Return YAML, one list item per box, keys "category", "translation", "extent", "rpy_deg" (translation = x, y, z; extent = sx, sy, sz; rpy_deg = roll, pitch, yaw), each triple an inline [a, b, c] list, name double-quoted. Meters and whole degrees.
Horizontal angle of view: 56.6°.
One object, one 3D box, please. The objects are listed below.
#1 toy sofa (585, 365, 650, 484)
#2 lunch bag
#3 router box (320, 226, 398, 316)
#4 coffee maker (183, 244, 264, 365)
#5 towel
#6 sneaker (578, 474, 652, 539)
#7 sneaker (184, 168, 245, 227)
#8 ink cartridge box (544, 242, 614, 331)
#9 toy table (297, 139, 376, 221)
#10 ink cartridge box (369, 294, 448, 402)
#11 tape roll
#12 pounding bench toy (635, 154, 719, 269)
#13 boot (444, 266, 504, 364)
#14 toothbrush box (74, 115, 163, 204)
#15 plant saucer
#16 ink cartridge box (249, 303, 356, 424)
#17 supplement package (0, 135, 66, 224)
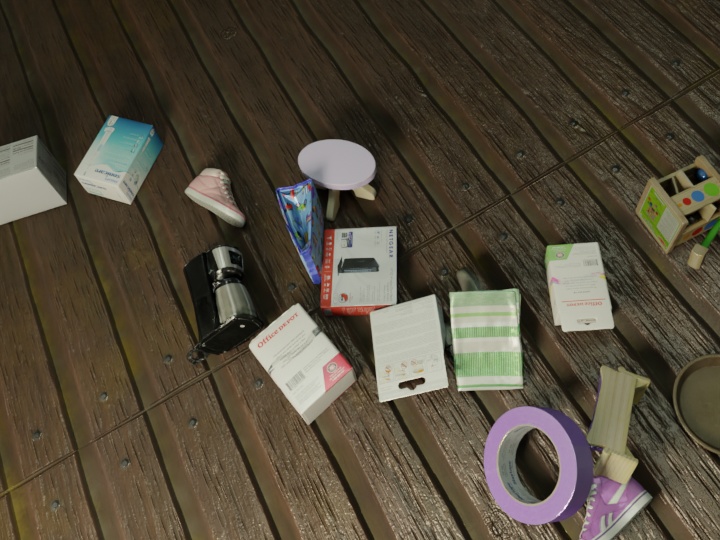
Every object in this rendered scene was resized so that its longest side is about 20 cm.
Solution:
- category: "toy sofa"
  translation: [0.480, 0.287, 1.269]
  extent: [0.095, 0.084, 0.202]
  rpy_deg: [17, 49, 15]
- category: "lunch bag"
  translation: [-0.121, -0.076, 1.542]
  extent: [0.091, 0.152, 0.205]
  rpy_deg: [-15, 60, 0]
- category: "router box"
  translation: [0.000, 0.000, 1.541]
  extent: [0.173, 0.049, 0.206]
  rpy_deg: [-3, 62, 7]
- category: "coffee maker"
  translation: [-0.332, 0.070, 1.507]
  extent: [0.187, 0.136, 0.204]
  rpy_deg: [-22, 60, -3]
- category: "towel"
  translation: [0.264, 0.144, 1.388]
  extent: [0.147, 0.023, 0.207]
  rpy_deg: [-3, 88, 2]
- category: "sneaker"
  translation: [0.431, 0.444, 1.235]
  extent: [0.198, 0.074, 0.114]
  rpy_deg: [-33, 59, -21]
- category: "sneaker"
  translation: [-0.346, -0.193, 1.681]
  extent: [0.197, 0.076, 0.106]
  rpy_deg: [30, 75, 26]
- category: "ink cartridge box"
  translation: [0.467, 0.047, 1.434]
  extent: [0.113, 0.068, 0.206]
  rpy_deg: [-3, 61, 6]
- category: "toy table"
  translation: [-0.051, -0.228, 1.631]
  extent: [0.196, 0.118, 0.187]
  rpy_deg: [24, 68, 20]
- category: "ink cartridge box"
  translation: [0.107, 0.168, 1.419]
  extent: [0.158, 0.050, 0.206]
  rpy_deg: [-16, 64, 19]
- category: "tape roll"
  translation: [0.324, 0.356, 1.230]
  extent: [0.197, 0.064, 0.207]
  rpy_deg: [-16, 69, 45]
- category: "pounding bench toy"
  translation: [0.731, -0.117, 1.448]
  extent: [0.152, 0.125, 0.204]
  rpy_deg: [-23, 61, -5]
- category: "boot"
  translation: [0.218, 0.100, 1.445]
  extent: [0.127, 0.068, 0.204]
  rpy_deg: [-22, 66, -2]
- category: "toothbrush box"
  translation: [-0.639, -0.296, 1.775]
  extent: [0.142, 0.086, 0.205]
  rpy_deg: [14, 64, 14]
- category: "plant saucer"
  translation: [0.710, 0.264, 1.305]
  extent: [0.193, 0.030, 0.206]
  rpy_deg: [-3, 62, 6]
- category: "ink cartridge box"
  translation: [-0.124, 0.198, 1.436]
  extent: [0.144, 0.085, 0.200]
  rpy_deg: [-38, 64, -12]
- category: "supplement package"
  translation: [-0.894, -0.232, 1.739]
  extent: [0.194, 0.157, 0.113]
  rpy_deg: [-17, 59, -1]
